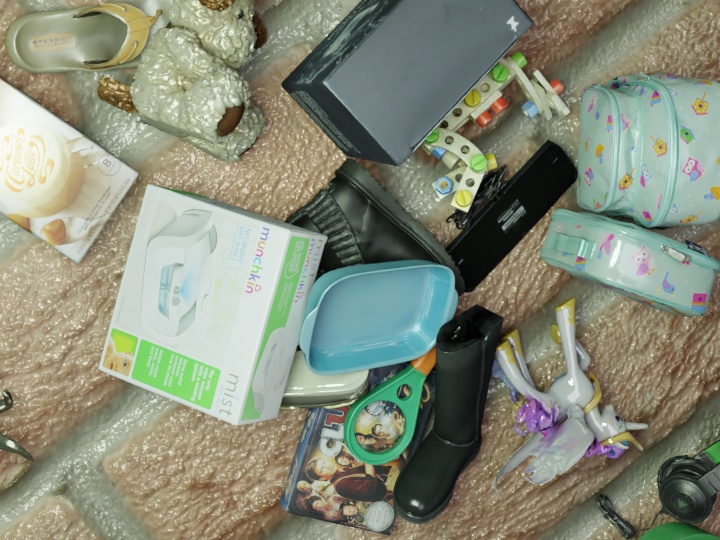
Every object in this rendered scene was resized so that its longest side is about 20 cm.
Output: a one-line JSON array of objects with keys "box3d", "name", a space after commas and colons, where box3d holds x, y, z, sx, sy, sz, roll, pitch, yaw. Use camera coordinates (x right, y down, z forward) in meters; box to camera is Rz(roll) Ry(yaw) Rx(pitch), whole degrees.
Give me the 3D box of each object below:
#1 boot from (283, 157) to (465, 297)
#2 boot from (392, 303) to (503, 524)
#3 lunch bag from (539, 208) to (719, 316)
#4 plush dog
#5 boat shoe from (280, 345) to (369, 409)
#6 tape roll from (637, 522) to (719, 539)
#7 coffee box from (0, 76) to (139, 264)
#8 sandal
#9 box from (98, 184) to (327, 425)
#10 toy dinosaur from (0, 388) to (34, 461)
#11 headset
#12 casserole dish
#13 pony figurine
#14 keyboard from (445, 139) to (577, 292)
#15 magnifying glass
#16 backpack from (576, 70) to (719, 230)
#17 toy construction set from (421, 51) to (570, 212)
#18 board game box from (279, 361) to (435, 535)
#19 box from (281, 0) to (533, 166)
[{"box3d": [-0.001, 0.000, 1.235, 0.211, 0.079, 0.158, 44, 80, -10], "name": "boot"}, {"box3d": [0.095, 0.157, 1.226, 0.065, 0.165, 0.201, 22, 131, 18], "name": "boot"}, {"box3d": [0.298, -0.013, 1.259, 0.159, 0.200, 0.078, 21, 91, -17], "name": "lunch bag"}, {"box3d": [-0.160, -0.220, 1.118, 0.159, 0.200, 0.173, 23, 87, 3], "name": "plush dog"}, {"box3d": [-0.088, 0.118, 1.224, 0.200, 0.060, 0.073, 1, 62, 6], "name": "boat shoe"}, {"box3d": [0.399, 0.424, 1.421, 0.199, 0.048, 0.203, -5, 101, -29], "name": "tape roll"}, {"box3d": [-0.338, -0.110, 1.118, 0.199, 0.080, 0.115, 34, 88, -19], "name": "coffee box"}, {"box3d": [-0.257, -0.242, 1.132, 0.198, 0.054, 0.081, -15, 104, -20], "name": "sandal"}, {"box3d": [-0.150, 0.034, 1.147, 0.175, 0.097, 0.202, 19, 95, 23], "name": "box"}, {"box3d": [-0.422, 0.135, 1.149, 0.102, 0.077, 0.200, -43, 113, 7], "name": "toy dinosaur"}, {"box3d": [0.394, 0.260, 1.385, 0.200, 0.123, 0.094, -43, 83, 12], "name": "headset"}, {"box3d": [0.014, 0.043, 1.170, 0.199, 0.039, 0.122, -8, 123, -35], "name": "casserole dish"}, {"box3d": [0.225, 0.162, 1.307, 0.192, 0.166, 0.201, -30, 91, -18], "name": "pony figurine"}, {"box3d": [0.162, -0.076, 1.304, 0.200, 0.040, 0.104, -47, 131, -6], "name": "keyboard"}, {"box3d": [0.053, 0.130, 1.270, 0.079, 0.022, 0.201, 35, 90, -18], "name": "magnifying glass"}, {"box3d": [0.328, -0.133, 1.249, 0.152, 0.200, 0.178, -1, 100, -16], "name": "backpack"}, {"box3d": [0.142, -0.170, 1.244, 0.200, 0.092, 0.131, -39, 83, -15], "name": "toy construction set"}, {"box3d": [0.000, 0.194, 1.292, 0.134, 0.035, 0.202, 16, 94, -18], "name": "board game box"}, {"box3d": [0.041, -0.221, 1.150, 0.197, 0.200, 0.117, -47, 108, -5], "name": "box"}]
